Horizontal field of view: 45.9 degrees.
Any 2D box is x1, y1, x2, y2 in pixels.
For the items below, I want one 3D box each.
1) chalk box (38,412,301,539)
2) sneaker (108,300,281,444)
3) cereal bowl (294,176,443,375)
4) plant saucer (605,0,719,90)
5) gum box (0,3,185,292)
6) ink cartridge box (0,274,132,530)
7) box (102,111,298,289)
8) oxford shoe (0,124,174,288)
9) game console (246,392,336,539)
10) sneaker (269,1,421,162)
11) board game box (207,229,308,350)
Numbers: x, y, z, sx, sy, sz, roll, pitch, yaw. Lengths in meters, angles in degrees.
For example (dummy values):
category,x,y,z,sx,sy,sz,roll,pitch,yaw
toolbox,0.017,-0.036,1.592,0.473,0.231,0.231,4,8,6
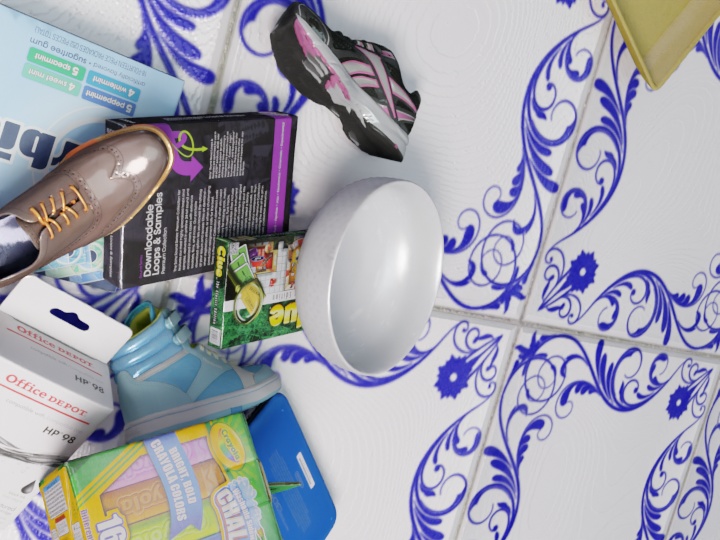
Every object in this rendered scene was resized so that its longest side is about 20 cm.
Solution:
category,x,y,z,sx,sy,sz,roll,pitch,yaw
chalk box,-0.150,0.201,0.721,0.198,0.124,0.125,-11,75,-35
sneaker,-0.161,0.086,0.834,0.199,0.079,0.132,-11,78,-59
cereal bowl,0.000,0.000,0.866,0.199,0.083,0.202,-26,123,-47
plant saucer,0.376,-0.367,1.070,0.200,0.048,0.200,-49,124,-12
gum box,-0.262,-0.099,0.726,0.169,0.044,0.202,16,95,-37
ink cartridge box,-0.293,0.115,0.719,0.200,0.067,0.115,-47,126,12
box,-0.144,-0.071,0.786,0.199,0.036,0.145,-14,117,-48
oxford shoe,-0.230,-0.043,0.662,0.199,0.073,0.072,-36,108,-2
game console,-0.137,0.253,0.925,0.171,0.117,0.202,-49,130,-43
sneaker,-0.009,-0.201,0.858,0.200,0.080,0.087,44,67,-43
board game box,-0.071,0.012,0.864,0.199,0.023,0.106,-10,113,-52
